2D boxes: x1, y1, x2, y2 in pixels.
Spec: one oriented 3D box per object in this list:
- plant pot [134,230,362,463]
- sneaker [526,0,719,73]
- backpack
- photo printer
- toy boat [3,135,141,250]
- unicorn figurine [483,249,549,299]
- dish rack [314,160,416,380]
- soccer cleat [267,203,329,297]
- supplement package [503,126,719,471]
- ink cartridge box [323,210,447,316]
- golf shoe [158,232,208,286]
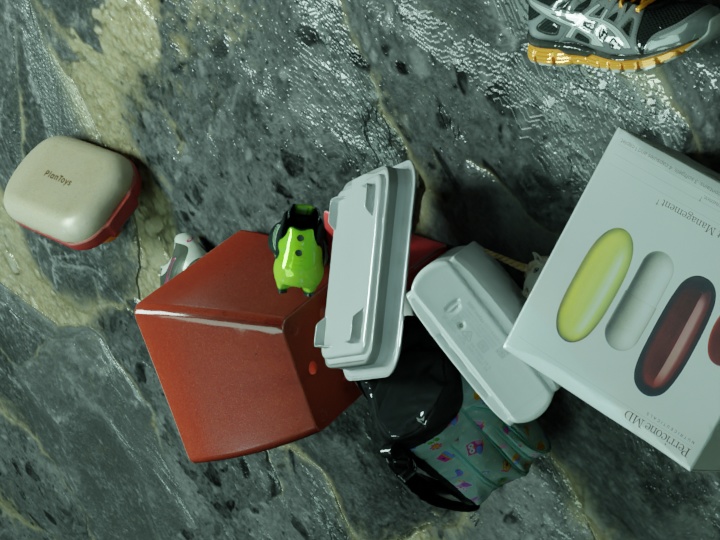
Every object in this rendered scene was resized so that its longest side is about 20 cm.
[{"bbox_3d":[-0.092,0.082,1.835,0.176,0.200,0.200,-1,116,39],"label":"plant pot"},{"bbox_3d":[0.205,-0.205,1.348,0.200,0.078,0.077,9,117,47],"label":"sneaker"},{"bbox_3d":[0.093,0.147,1.646,0.200,0.126,0.167,44,-158,-40],"label":"backpack"},{"bbox_3d":[0.124,0.053,1.563,0.069,0.200,0.167,-39,87,12],"label":"photo printer"},{"bbox_3d":[-0.342,-0.081,2.077,0.200,0.131,0.131,21,161,39],"label":"toy boat"},{"bbox_3d":[0.212,0.030,1.509,0.200,0.138,0.074,-18,143,32],"label":"unicorn figurine"},{"bbox_3d":[0.000,0.000,1.574,0.172,0.043,0.201,162,115,-72],"label":"dish rack"},{"bbox_3d":[-0.061,-0.035,1.749,0.200,0.067,0.081,-101,18,-74],"label":"soccer cleat"},{"bbox_3d":[0.258,0.025,1.326,0.191,0.147,0.200,33,102,30],"label":"supplement package"},{"bbox_3d":[0.035,0.025,1.731,0.116,0.067,0.200,19,130,41],"label":"ink cartridge box"},{"bbox_3d":[-0.212,0.038,2.049,0.088,0.077,0.200,63,147,27],"label":"golf shoe"}]
